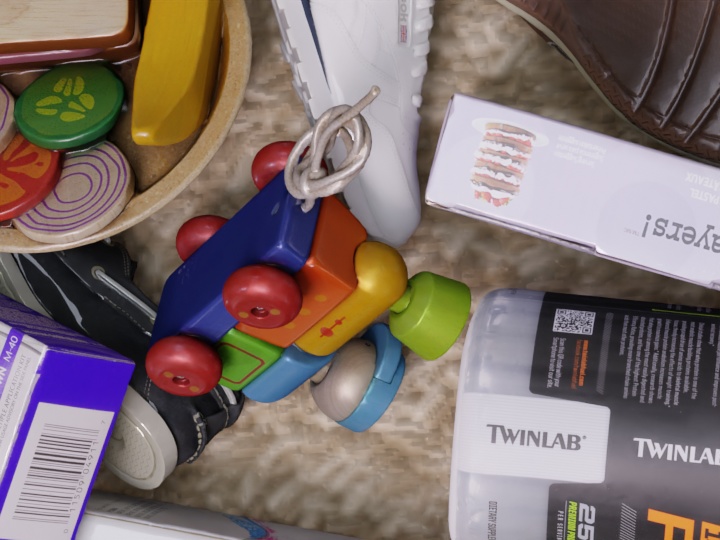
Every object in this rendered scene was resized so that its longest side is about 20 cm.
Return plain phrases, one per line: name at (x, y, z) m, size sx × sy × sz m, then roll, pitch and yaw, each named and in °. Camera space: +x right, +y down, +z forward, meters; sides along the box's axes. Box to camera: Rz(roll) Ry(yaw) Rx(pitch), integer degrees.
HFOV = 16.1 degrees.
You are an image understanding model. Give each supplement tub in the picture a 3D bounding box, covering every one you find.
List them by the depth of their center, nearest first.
supplement tub at (0.143, 0.076, 1.105) m, size 0.200 × 0.123 × 0.123 m, roll 5°, pitch 93°, yaw 9°

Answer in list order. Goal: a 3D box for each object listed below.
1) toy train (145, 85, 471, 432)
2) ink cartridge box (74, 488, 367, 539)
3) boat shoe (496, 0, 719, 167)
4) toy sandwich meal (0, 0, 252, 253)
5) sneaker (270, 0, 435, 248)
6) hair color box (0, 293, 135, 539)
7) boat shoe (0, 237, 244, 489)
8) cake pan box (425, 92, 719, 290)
toy train at (0.000, 0.000, 1.096) m, size 0.116 × 0.085 × 0.200 m, roll 27°, pitch 141°, yaw -21°
ink cartridge box at (-0.053, 0.188, 1.157) m, size 0.200 × 0.083 × 0.146 m, roll 10°, pitch 94°, yaw 8°
boat shoe at (0.117, -0.114, 1.118) m, size 0.202 × 0.075 × 0.075 m, roll 43°, pitch 98°, yaw 18°
toy sandwich meal at (-0.142, -0.106, 1.139) m, size 0.205 × 0.070 × 0.205 m, roll -4°, pitch 65°, yaw 9°
sneaker at (0.003, -0.110, 1.149) m, size 0.080 × 0.076 × 0.200 m, roll -15°, pitch 93°, yaw -6°
hair color box at (-0.203, 0.053, 1.142) m, size 0.200 × 0.065 × 0.109 m, roll 23°, pitch 96°, yaw 39°
boat shoe at (-0.138, 0.011, 1.183) m, size 0.068 × 0.072 × 0.200 m, roll -37°, pitch 77°, yaw -30°
cake pan box at (0.128, -0.024, 1.068) m, size 0.200 × 0.184 × 0.052 m, roll 17°, pitch 95°, yaw 4°
